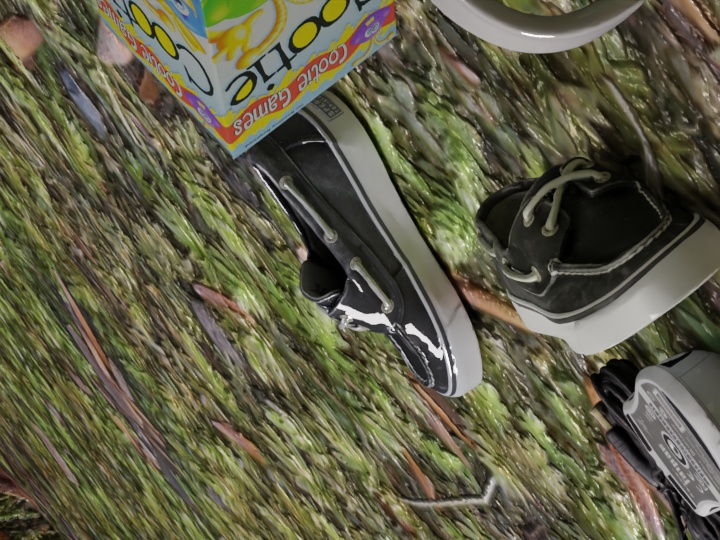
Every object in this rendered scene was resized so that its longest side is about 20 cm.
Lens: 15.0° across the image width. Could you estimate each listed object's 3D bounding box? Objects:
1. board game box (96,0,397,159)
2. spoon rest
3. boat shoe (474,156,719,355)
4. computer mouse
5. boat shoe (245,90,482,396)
[{"bbox_3d":[-0.057,-0.156,1.182,0.103,0.105,0.200,46,165,21],"label":"board game box"},{"bbox_3d":[0.021,-0.160,1.016,0.200,0.061,0.099,51,166,1],"label":"spoon rest"},{"bbox_3d":[0.091,-0.010,1.138,0.064,0.071,0.200,53,168,-9],"label":"boat shoe"},{"bbox_3d":[0.153,0.074,1.213,0.110,0.044,0.200,56,172,6],"label":"computer mouse"},{"bbox_3d":[0.000,0.000,1.457,0.072,0.068,0.200,34,157,53],"label":"boat shoe"}]
